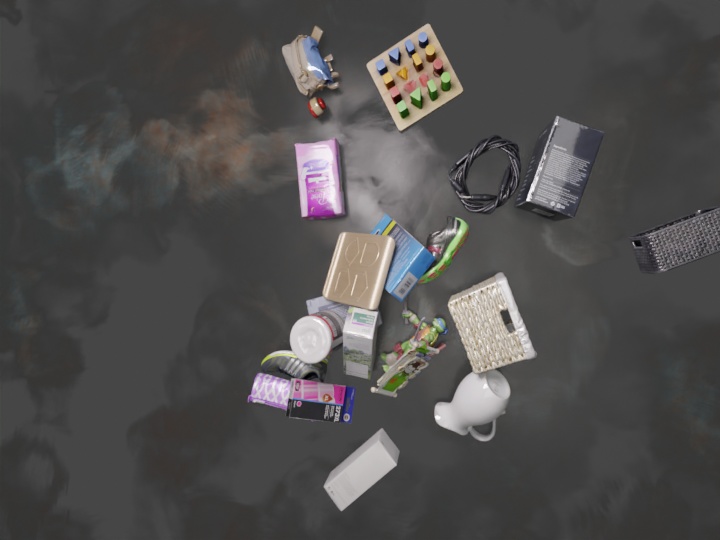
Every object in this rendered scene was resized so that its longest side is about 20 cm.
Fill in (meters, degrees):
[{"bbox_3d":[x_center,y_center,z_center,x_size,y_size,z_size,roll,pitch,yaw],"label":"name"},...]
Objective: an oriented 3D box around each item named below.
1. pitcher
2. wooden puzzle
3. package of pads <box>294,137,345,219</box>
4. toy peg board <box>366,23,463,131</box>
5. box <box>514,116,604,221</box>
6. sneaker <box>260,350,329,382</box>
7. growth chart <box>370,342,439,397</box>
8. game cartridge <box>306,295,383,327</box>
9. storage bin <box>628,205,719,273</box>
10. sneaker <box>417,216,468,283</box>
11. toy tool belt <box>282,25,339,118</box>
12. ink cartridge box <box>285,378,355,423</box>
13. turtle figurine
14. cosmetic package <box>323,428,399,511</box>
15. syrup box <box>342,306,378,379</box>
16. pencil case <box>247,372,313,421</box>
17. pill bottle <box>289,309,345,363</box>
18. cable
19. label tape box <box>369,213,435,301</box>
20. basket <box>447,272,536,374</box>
[{"bbox_3d":[0.306,0.349,1.448,0.168,0.123,0.201,31,130,-9],"label":"pitcher"},{"bbox_3d":[0.000,0.000,1.485,0.196,0.046,0.192,10,80,45],"label":"wooden puzzle"},{"bbox_3d":[-0.108,-0.244,1.535,0.116,0.076,0.209,-5,91,12],"label":"package of pads"},{"bbox_3d":[0.137,-0.508,1.476,0.196,0.098,0.204,-29,87,8],"label":"toy peg board"},{"bbox_3d":[0.471,-0.237,1.376,0.120,0.200,0.204,18,95,6],"label":"box"},{"bbox_3d":[-0.179,0.266,1.549,0.192,0.075,0.084,-6,59,11],"label":"sneaker"},{"bbox_3d":[0.114,0.252,1.439,0.201,0.142,0.018,-49,53,22],"label":"growth chart"},{"bbox_3d":[-0.041,0.122,1.555,0.193,0.041,0.138,-16,86,10],"label":"game cartridge"},{"bbox_3d":[0.765,-0.072,1.364,0.194,0.135,0.097,-20,88,9],"label":"storage bin"},{"bbox_3d":[0.203,-0.052,1.499,0.083,0.076,0.202,39,94,23],"label":"sneaker"},{"bbox_3d":[-0.115,-0.524,1.506,0.120,0.125,0.205,-26,88,17],"label":"toy tool belt"},{"bbox_3d":[-0.098,0.347,1.512,0.194,0.037,0.099,14,79,-28],"label":"ink cartridge box"},{"bbox_3d":[0.116,0.168,1.479,0.195,0.198,0.145,-47,50,11],"label":"turtle figurine"},{"bbox_3d":[0.005,0.527,1.524,0.199,0.107,0.086,-41,86,9],"label":"cosmetic package"},{"bbox_3d":[-0.001,0.188,1.466,0.076,0.204,0.083,10,50,7],"label":"syrup box"},{"bbox_3d":[-0.208,0.344,1.562,0.192,0.086,0.086,12,124,7],"label":"pencil case"},{"bbox_3d":[-0.096,0.161,1.444,0.106,0.199,0.116,1,93,14],"label":"pill bottle"},{"bbox_3d":[0.334,-0.248,1.474,0.198,0.051,0.165,-37,86,8],"label":"cable"},{"bbox_3d":[0.087,-0.037,1.496,0.145,0.065,0.200,-51,40,7],"label":"label tape box"},{"bbox_3d":[0.321,0.130,1.413,0.156,0.200,0.205,-22,88,11],"label":"basket"}]
